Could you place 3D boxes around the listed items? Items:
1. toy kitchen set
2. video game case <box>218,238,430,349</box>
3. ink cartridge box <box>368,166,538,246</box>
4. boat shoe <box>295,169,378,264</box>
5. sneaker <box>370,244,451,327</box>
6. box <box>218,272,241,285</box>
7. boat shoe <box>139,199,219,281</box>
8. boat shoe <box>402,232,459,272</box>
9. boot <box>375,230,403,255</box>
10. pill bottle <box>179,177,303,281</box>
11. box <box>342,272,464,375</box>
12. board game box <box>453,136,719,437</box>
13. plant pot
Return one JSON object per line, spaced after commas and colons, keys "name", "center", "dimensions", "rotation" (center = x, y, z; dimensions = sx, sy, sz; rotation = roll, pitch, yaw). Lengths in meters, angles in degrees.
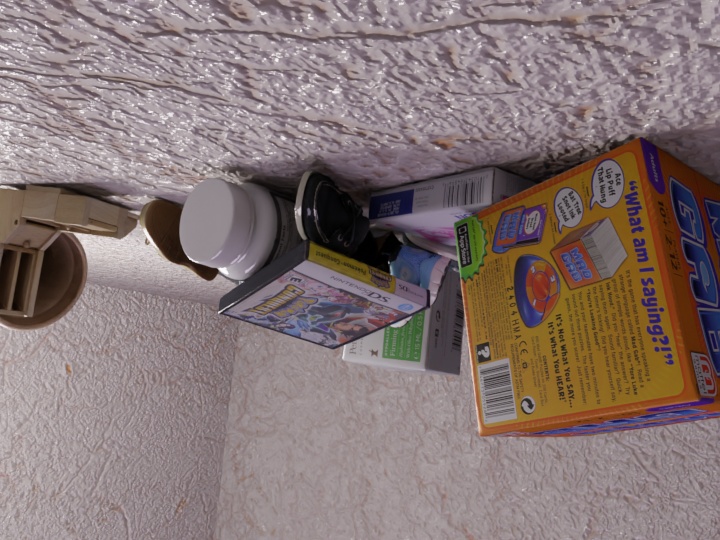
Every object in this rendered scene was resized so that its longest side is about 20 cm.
{"name": "toy kitchen set", "center": [-0.429, -0.014, 1.013], "dimensions": [0.195, 0.186, 0.162], "rotation": [7, 175, 26]}
{"name": "video game case", "center": [-0.046, 0.038, 0.809], "dimensions": [0.178, 0.026, 0.198], "rotation": [21, 148, -32]}
{"name": "ink cartridge box", "center": [0.141, -0.060, 0.772], "dimensions": [0.196, 0.045, 0.194], "rotation": [13, 169, -36]}
{"name": "boat shoe", "center": [-0.019, -0.048, 0.758], "dimensions": [0.064, 0.076, 0.200], "rotation": [13, 160, 15]}
{"name": "sneaker", "center": [0.047, 0.009, 0.885], "dimensions": [0.088, 0.080, 0.200], "rotation": [28, 157, -4]}
{"name": "box", "center": [-0.147, 0.001, 1.237], "dimensions": [0.196, 0.045, 0.159], "rotation": [4, -170, -36]}
{"name": "boat shoe", "center": [-0.281, -0.044, 1.034], "dimensions": [0.061, 0.075, 0.201], "rotation": [18, 160, 25]}
{"name": "boat shoe", "center": [0.121, -0.016, 0.927], "dimensions": [0.197, 0.074, 0.062], "rotation": [10, 127, -45]}
{"name": "boot", "center": [0.000, 0.000, 0.960], "dimensions": [0.075, 0.074, 0.200], "rotation": [-34, -170, 36]}
{"name": "pill bottle", "center": [-0.115, -0.040, 0.835], "dimensions": [0.111, 0.118, 0.198], "rotation": [0, 170, 38]}
{"name": "box", "center": [0.088, 0.081, 1.252], "dimensions": [0.167, 0.206, 0.199], "rotation": [2, 170, 26]}
{"name": "board game box", "center": [0.230, 0.037, 0.627], "dimensions": [0.196, 0.206, 0.197], "rotation": [12, 156, -40]}
{"name": "plant pot", "center": [-0.638, -0.013, 1.271], "dimensions": [0.172, 0.206, 0.198], "rotation": [21, -177, 36]}
